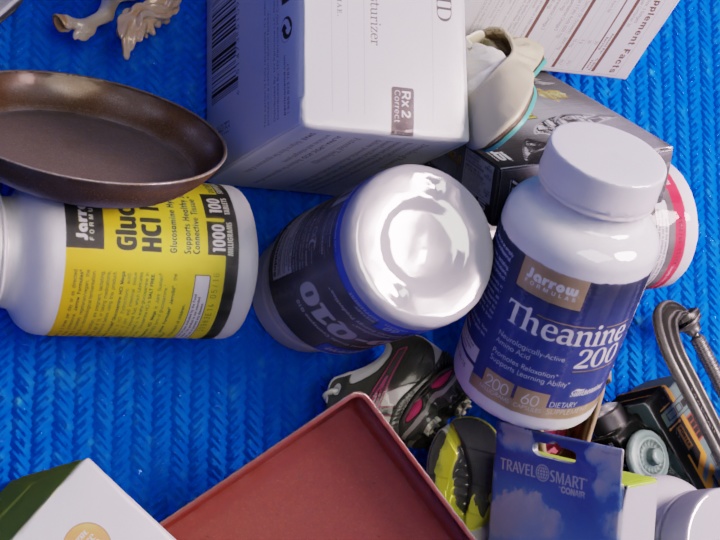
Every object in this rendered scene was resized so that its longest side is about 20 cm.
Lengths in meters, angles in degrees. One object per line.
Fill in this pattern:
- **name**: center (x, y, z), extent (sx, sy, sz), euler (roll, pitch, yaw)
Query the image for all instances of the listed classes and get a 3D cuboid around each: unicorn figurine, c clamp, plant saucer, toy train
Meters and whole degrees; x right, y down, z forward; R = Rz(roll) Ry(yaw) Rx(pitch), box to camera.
- **unicorn figurine**: center (-0.200, -0.263, 1.117), extent (0.137, 0.074, 0.201), euler (-40, 113, -36)
- **c clamp**: center (0.299, 0.107, 1.269), extent (0.200, 0.027, 0.171), euler (60, 27, -7)
- **plant saucer**: center (-0.028, 0.204, 1.070), extent (0.200, 0.037, 0.200), euler (-34, 111, 6)
- **plant saucer**: center (-0.192, -0.089, 1.037), extent (0.199, 0.200, 0.032), euler (2, 117, -26)
- **toy train**: center (0.263, 0.184, 1.252), extent (0.114, 0.085, 0.200), euler (-36, 97, -36)

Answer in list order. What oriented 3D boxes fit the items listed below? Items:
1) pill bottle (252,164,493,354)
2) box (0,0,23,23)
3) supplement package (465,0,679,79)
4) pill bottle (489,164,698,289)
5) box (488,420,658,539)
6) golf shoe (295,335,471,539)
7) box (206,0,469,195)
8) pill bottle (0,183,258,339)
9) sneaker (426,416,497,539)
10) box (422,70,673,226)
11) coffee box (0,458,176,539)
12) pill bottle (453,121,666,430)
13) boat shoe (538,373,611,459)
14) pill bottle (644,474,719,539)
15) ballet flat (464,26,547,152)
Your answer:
- **pill bottle**: center (0.000, 0.000, 1.087), extent (0.113, 0.200, 0.114), euler (5, 77, -24)
- **box**: center (-0.352, -0.190, 1.033), extent (0.200, 0.051, 0.158), euler (-45, 102, -26)
- **supplement package**: center (0.143, -0.243, 1.227), extent (0.199, 0.117, 0.117), euler (1, 51, -26)
- **pill bottle**: center (0.164, -0.033, 1.222), extent (0.199, 0.111, 0.111), euler (-5, 83, -27)
- **box**: center (0.146, 0.214, 1.075), extent (0.048, 0.122, 0.201), euler (0, 95, -44)
- **golf shoe**: center (-0.004, 0.132, 1.144), extent (0.088, 0.077, 0.200), euler (39, 72, 19)
- **box**: center (-0.023, -0.172, 1.106), extent (0.130, 0.200, 0.200), euler (3, 80, -25)
- **pill bottle**: center (-0.181, -0.010, 1.049), extent (0.199, 0.112, 0.113), euler (2, 80, -26)
- **sneaker**: center (0.079, 0.210, 1.158), extent (0.074, 0.085, 0.201), euler (16, 94, 17)
- **box**: center (0.118, -0.103, 1.170), extent (0.158, 0.200, 0.049), euler (-9, 120, -26)
- **coffee box**: center (-0.194, 0.260, 0.944), extent (0.198, 0.200, 0.200), euler (46, 65, -11)
- **pill bottle**: center (0.141, 0.003, 1.047), extent (0.111, 0.201, 0.111), euler (11, 33, -7)
- **boat shoe**: center (0.166, 0.076, 1.174), extent (0.073, 0.069, 0.201), euler (-7, 119, -22)
- **pill bottle**: center (0.206, 0.217, 1.140), extent (0.119, 0.200, 0.120), euler (9, 73, -33)
- **ballet flat**: center (0.093, -0.140, 1.103), extent (0.069, 0.200, 0.070), euler (3, 109, 9)
